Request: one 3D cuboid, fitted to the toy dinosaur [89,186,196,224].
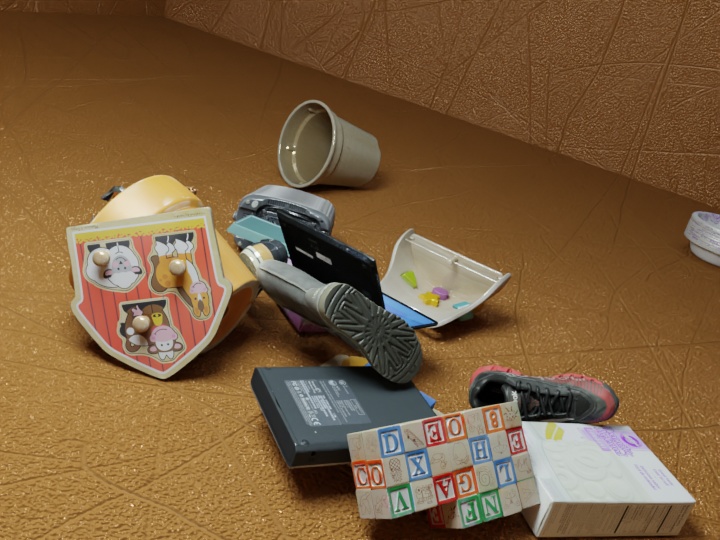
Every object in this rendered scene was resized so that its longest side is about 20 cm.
[{"bbox_3d":[-0.337,-0.076,1.152,0.200,0.136,0.102,-20,12,46],"label":"toy dinosaur"}]

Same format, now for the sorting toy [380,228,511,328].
[{"bbox_3d":[0.117,0.036,1.250,0.200,0.107,0.180,27,33,23],"label":"sorting toy"}]

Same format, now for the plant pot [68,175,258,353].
[{"bbox_3d":[-0.244,0.007,0.992,0.183,0.200,0.200,38,28,11],"label":"plant pot"}]

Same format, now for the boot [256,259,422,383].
[{"bbox_3d":[-0.032,0.059,0.942,0.182,0.073,0.200,47,-21,-24],"label":"boot"}]

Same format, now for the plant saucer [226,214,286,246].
[{"bbox_3d":[-0.111,-0.044,1.188,0.200,0.019,0.070,21,24,16],"label":"plant saucer"}]

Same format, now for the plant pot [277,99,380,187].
[{"bbox_3d":[-0.060,-0.274,1.741,0.183,0.201,0.200,9,21,-43],"label":"plant pot"}]

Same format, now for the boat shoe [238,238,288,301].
[{"bbox_3d":[-0.153,0.000,1.088,0.062,0.200,0.075,-30,89,-25],"label":"boat shoe"}]

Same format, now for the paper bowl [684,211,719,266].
[{"bbox_3d":[0.966,-0.075,1.990,0.201,0.104,0.201,12,24,-6],"label":"paper bowl"}]

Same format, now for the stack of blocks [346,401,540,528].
[{"bbox_3d":[0.091,0.213,0.794,0.200,0.115,0.059,-2,-14,-35],"label":"stack of blocks"}]

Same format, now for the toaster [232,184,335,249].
[{"bbox_3d":[-0.123,-0.083,1.340,0.200,0.114,0.129,14,21,1],"label":"toaster"}]

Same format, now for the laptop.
[{"bbox_3d":[0.000,0.000,1.009,0.177,0.200,0.103,27,55,36],"label":"laptop"}]

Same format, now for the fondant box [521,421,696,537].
[{"bbox_3d":[0.274,0.250,0.904,0.200,0.058,0.144,7,24,-20],"label":"fondant box"}]

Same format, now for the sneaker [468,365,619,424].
[{"bbox_3d":[0.232,0.171,0.979,0.200,0.071,0.098,4,6,24],"label":"sneaker"}]

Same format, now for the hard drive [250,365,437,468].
[{"bbox_3d":[-0.010,0.161,0.855,0.200,0.033,0.140,4,29,-30],"label":"hard drive"}]

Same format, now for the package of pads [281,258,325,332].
[{"bbox_3d":[-0.075,0.022,1.180,0.120,0.076,0.200,3,26,-31],"label":"package of pads"}]

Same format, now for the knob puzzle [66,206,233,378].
[{"bbox_3d":[-0.253,0.035,0.897,0.220,0.220,0.030,14,9,-2],"label":"knob puzzle"}]

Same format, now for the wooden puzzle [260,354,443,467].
[{"bbox_3d":[0.006,0.170,0.933,0.200,0.046,0.185,25,25,21],"label":"wooden puzzle"}]
